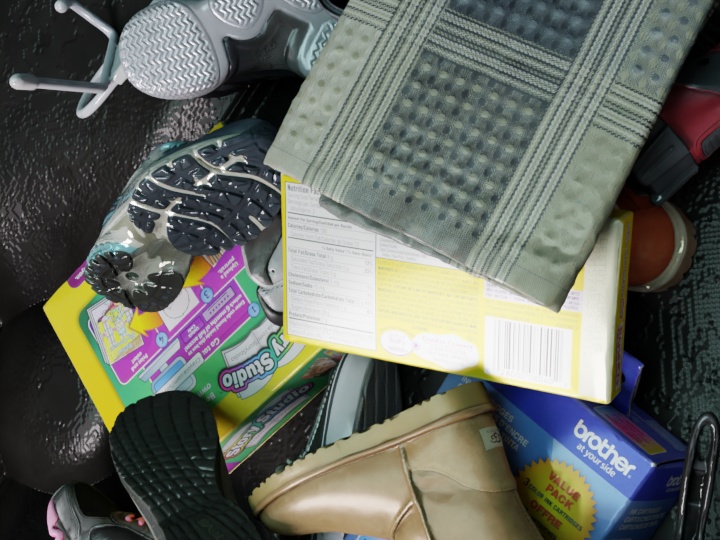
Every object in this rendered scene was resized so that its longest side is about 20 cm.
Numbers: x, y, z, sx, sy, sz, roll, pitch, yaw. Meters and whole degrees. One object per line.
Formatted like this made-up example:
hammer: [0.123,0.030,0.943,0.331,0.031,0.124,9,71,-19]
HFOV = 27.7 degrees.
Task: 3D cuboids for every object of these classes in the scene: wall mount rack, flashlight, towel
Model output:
wall mount rack: [-0.162,-0.183,0.996,0.200,0.074,0.174,-46,23,21]
flashlight: [0.207,-0.125,0.776,0.200,0.068,0.068,-45,107,3]
towel: [0.067,-0.099,0.765,0.192,0.035,0.200,28,88,24]

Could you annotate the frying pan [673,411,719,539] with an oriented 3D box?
frying pan: [0.184,0.182,0.781,0.115,0.031,0.190,29,110,2]

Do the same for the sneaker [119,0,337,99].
sneaker: [-0.056,-0.157,0.967,0.199,0.114,0.076,-8,99,-2]

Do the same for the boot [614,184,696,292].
boot: [0.087,-0.049,0.847,0.200,0.107,0.075,25,101,34]

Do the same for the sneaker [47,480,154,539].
sneaker: [-0.126,0.197,0.990,0.200,0.079,0.096,38,100,22]

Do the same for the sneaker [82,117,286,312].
sneaker: [-0.109,-0.053,0.896,0.200,0.077,0.087,-33,39,46]

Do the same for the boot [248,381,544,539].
boot: [0.035,0.183,0.797,0.175,0.066,0.201,-30,72,31]

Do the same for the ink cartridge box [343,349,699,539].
ink cartridge box: [0.098,0.123,0.844,0.136,0.076,0.200,39,105,29]

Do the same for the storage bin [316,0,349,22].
storage bin: [0.082,-0.202,0.845,0.135,0.094,0.200,31,91,26]

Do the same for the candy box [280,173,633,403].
candy box: [0.047,0.005,0.798,0.199,0.026,0.103,10,108,26]

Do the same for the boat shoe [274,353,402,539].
boat shoe: [-0.025,0.143,0.917,0.071,0.072,0.201,9,86,30]

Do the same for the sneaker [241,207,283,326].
sneaker: [0.000,0.000,0.877,0.200,0.075,0.116,37,88,32]

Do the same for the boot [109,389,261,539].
boot: [-0.100,0.175,0.901,0.200,0.067,0.131,-124,22,-52]

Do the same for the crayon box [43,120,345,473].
crayon box: [-0.102,0.031,0.990,0.200,0.058,0.173,-43,67,21]
